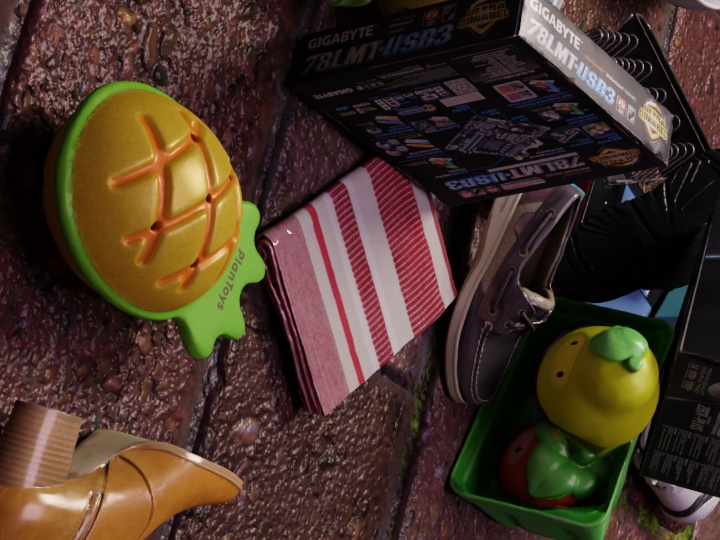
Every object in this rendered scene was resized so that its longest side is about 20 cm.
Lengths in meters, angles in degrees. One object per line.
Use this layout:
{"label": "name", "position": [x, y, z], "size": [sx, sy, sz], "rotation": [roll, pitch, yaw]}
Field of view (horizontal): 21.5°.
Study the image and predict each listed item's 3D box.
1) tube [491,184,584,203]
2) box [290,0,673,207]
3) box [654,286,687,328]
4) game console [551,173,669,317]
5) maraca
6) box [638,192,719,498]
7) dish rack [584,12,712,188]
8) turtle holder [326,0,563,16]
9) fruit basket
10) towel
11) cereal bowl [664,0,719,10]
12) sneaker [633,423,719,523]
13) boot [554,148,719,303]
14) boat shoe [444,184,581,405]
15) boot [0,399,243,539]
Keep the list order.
{"label": "tube", "position": [0.129, -0.075, 1.557], "size": [0.077, 0.050, 0.200], "rotation": [-57, 141, -7]}
{"label": "box", "position": [0.088, -0.119, 1.351], "size": [0.198, 0.200, 0.050], "rotation": [32, 59, -43]}
{"label": "box", "position": [0.338, 0.026, 1.813], "size": [0.200, 0.049, 0.082], "rotation": [-51, 134, -50]}
{"label": "game console", "position": [0.234, 0.004, 1.715], "size": [0.200, 0.031, 0.177], "rotation": [51, 54, -43]}
{"label": "maraca", "position": [-0.120, -0.030, 1.168], "size": [0.200, 0.107, 0.137], "rotation": [47, 55, -44]}
{"label": "box", "position": [0.300, 0.065, 1.553], "size": [0.200, 0.086, 0.164], "rotation": [94, 14, -54]}
{"label": "dish rack", "position": [0.222, -0.142, 1.609], "size": [0.200, 0.055, 0.153], "rotation": [-9, 71, -63]}
{"label": "turtle holder", "position": [0.070, -0.216, 1.367], "size": [0.185, 0.141, 0.132], "rotation": [4, 91, -63]}
{"label": "fruit basket", "position": [0.171, 0.105, 1.528], "size": [0.216, 0.155, 0.216], "rotation": [-41, 137, -54]}
{"label": "towel", "position": [0.000, 0.000, 1.407], "size": [0.200, 0.023, 0.144], "rotation": [-38, 119, -48]}
{"label": "cereal bowl", "position": [0.290, -0.335, 1.723], "size": [0.200, 0.083, 0.200], "rotation": [-5, 96, -54]}
{"label": "sneaker", "position": [0.315, 0.130, 1.793], "size": [0.115, 0.075, 0.200], "rotation": [42, 63, -50]}
{"label": "boot", "position": [0.257, -0.020, 1.644], "size": [0.198, 0.073, 0.162], "rotation": [-35, 162, -4]}
{"label": "boat shoe", "position": [0.123, 0.018, 1.507], "size": [0.072, 0.065, 0.200], "rotation": [7, 102, -57]}
{"label": "boot", "position": [-0.164, 0.168, 1.167], "size": [0.201, 0.071, 0.144], "rotation": [24, 79, -48]}
